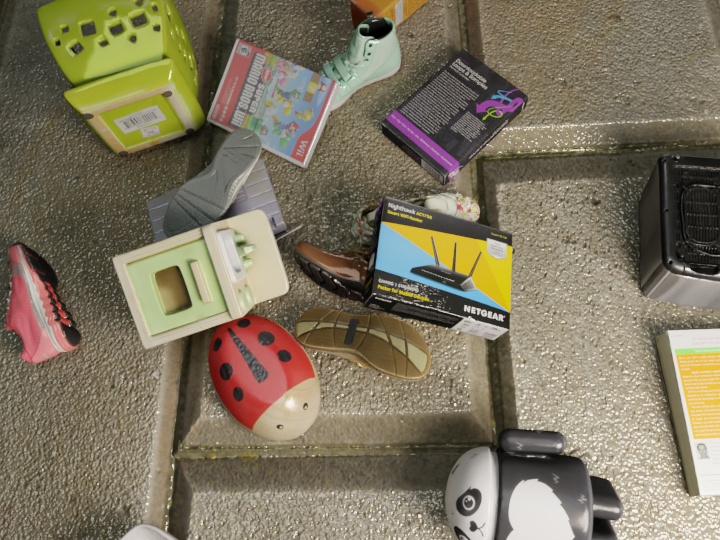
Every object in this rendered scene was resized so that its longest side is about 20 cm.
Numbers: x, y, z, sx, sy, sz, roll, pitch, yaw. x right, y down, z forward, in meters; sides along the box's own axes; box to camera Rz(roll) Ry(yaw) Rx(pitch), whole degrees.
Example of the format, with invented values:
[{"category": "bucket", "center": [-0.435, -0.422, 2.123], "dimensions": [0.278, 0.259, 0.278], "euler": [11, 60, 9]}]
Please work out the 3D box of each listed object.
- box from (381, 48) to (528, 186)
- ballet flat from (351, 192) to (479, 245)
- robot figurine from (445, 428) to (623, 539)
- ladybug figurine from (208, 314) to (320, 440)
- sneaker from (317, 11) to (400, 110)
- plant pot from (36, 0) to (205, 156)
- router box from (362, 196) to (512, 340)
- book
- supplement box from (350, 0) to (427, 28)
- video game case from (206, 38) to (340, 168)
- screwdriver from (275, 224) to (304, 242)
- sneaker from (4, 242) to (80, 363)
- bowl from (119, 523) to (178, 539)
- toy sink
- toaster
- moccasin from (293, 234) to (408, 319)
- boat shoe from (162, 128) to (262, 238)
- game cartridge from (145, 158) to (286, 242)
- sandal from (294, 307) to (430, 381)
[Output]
[{"category": "box", "center": [0.151, -0.249, 1.027], "dimensions": [0.200, 0.036, 0.143], "euler": [-43, 71, -11]}, {"category": "ballet flat", "center": [0.082, -0.079, 0.947], "dimensions": [0.197, 0.064, 0.077], "euler": [-12, 66, 0]}, {"category": "robot figurine", "center": [0.199, 0.277, 0.753], "dimensions": [0.196, 0.125, 0.152], "euler": [5, 60, 7]}, {"category": "ladybug figurine", "center": [-0.138, 0.138, 0.873], "dimensions": [0.135, 0.072, 0.200], "euler": [-41, 69, -11]}, {"category": "sneaker", "center": [-0.027, -0.339, 1.036], "dimensions": [0.199, 0.118, 0.074], "euler": [-30, 69, -6]}, {"category": "plant pot", "center": [-0.364, -0.310, 1.020], "dimensions": [0.197, 0.199, 0.184], "euler": [-18, 73, -3]}, {"category": "router box", "center": [0.109, -0.003, 0.879], "dimensions": [0.197, 0.051, 0.151], "euler": [14, 63, -13]}, {"category": "book", "center": [0.467, 0.177, 0.814], "dimensions": [0.131, 0.048, 0.203], "euler": [-3, 68, 2]}, {"category": "supplement box", "center": [0.075, -0.490, 1.118], "dimensions": [0.200, 0.069, 0.067], "euler": [-42, 70, -10]}, {"category": "video game case", "center": [-0.145, -0.272, 1.041], "dimensions": [0.198, 0.017, 0.145], "euler": [27, 100, 16]}, {"category": "screwdriver", "center": [-0.172, -0.021, 0.969], "dimensions": [0.199, 0.028, 0.029], "euler": [-34, 39, -11]}, {"category": "sneaker", "center": [-0.493, 0.046, 0.946], "dimensions": [0.086, 0.074, 0.201], "euler": [-30, 68, -6]}, {"category": "bowl", "center": [-0.245, 0.433, 0.760], "dimensions": [0.199, 0.075, 0.200], "euler": [34, 75, 18]}, {"category": "toy sink", "center": [-0.213, 0.007, 0.881], "dimensions": [0.197, 0.112, 0.132], "euler": [-17, 97, 2]}, {"category": "toaster", "center": [0.483, -0.043, 0.863], "dimensions": [0.178, 0.119, 0.203], "euler": [5, 67, 8]}, {"category": "moccasin", "center": [0.000, -0.001, 0.916], "dimensions": [0.198, 0.074, 0.079], "euler": [18, 67, 12]}, {"category": "boat shoe", "center": [-0.220, -0.123, 0.968], "dimensions": [0.074, 0.065, 0.203], "euler": [34, 79, -3]}, {"category": "game cartridge", "center": [-0.225, -0.086, 0.998], "dimensions": [0.197, 0.039, 0.131], "euler": [-20, 63, -3]}, {"category": "sandal", "center": [0.004, 0.103, 0.886], "dimensions": [0.197, 0.054, 0.081], "euler": [12, 60, 18]}]
